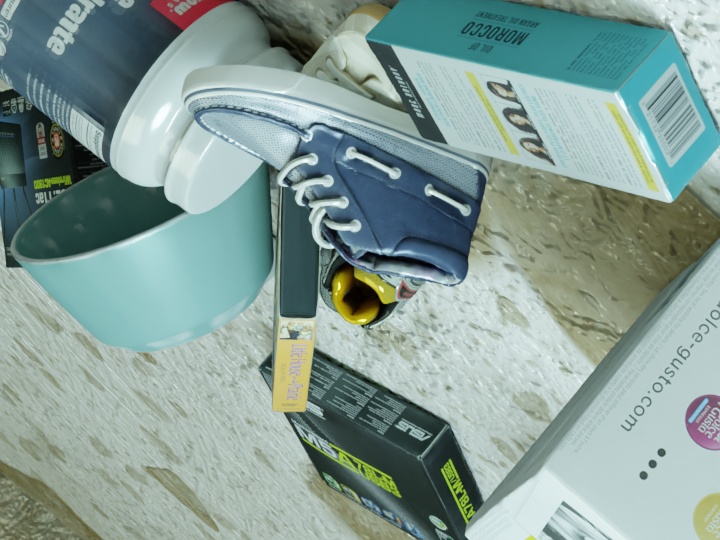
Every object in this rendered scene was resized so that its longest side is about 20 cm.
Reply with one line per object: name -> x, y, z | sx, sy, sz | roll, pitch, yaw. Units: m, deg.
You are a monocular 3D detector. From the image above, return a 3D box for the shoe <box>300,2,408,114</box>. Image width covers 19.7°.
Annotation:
shoe -> -0.006, -0.109, 1.302 | 0.070, 0.053, 0.200 | 43, 161, -1

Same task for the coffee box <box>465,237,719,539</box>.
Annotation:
coffee box -> 0.209, 0.122, 1.155 | 0.198, 0.200, 0.200 | 40, 160, 4

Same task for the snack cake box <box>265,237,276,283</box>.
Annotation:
snack cake box -> -0.157, -0.031, 1.737 | 0.115, 0.067, 0.200 | 50, 159, -19

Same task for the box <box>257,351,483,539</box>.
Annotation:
box -> 0.019, 0.165, 1.844 | 0.200, 0.048, 0.193 | 27, 158, 35

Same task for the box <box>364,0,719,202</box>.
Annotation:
box -> 0.097, -0.099, 1.132 | 0.200, 0.049, 0.082 | 20, 150, 48

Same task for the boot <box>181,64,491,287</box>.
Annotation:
boot -> -0.017, -0.057, 1.254 | 0.200, 0.090, 0.073 | 15, 160, -12

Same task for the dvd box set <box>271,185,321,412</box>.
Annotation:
dvd box set -> -0.048, 0.004, 1.510 | 0.029, 0.146, 0.200 | 2, 157, -3

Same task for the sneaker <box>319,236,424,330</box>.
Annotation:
sneaker -> 0.000, 0.000, 1.477 | 0.078, 0.082, 0.200 | 42, 162, -2

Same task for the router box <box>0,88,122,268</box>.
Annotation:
router box -> -0.240, -0.079, 1.683 | 0.200, 0.062, 0.150 | -2, 96, 62

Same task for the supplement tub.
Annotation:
supplement tub -> -0.150, -0.145, 1.372 | 0.200, 0.140, 0.140 | 38, 160, 12

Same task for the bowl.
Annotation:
bowl -> -0.143, -0.013, 1.516 | 0.201, 0.201, 0.105 | 10, 129, 56
